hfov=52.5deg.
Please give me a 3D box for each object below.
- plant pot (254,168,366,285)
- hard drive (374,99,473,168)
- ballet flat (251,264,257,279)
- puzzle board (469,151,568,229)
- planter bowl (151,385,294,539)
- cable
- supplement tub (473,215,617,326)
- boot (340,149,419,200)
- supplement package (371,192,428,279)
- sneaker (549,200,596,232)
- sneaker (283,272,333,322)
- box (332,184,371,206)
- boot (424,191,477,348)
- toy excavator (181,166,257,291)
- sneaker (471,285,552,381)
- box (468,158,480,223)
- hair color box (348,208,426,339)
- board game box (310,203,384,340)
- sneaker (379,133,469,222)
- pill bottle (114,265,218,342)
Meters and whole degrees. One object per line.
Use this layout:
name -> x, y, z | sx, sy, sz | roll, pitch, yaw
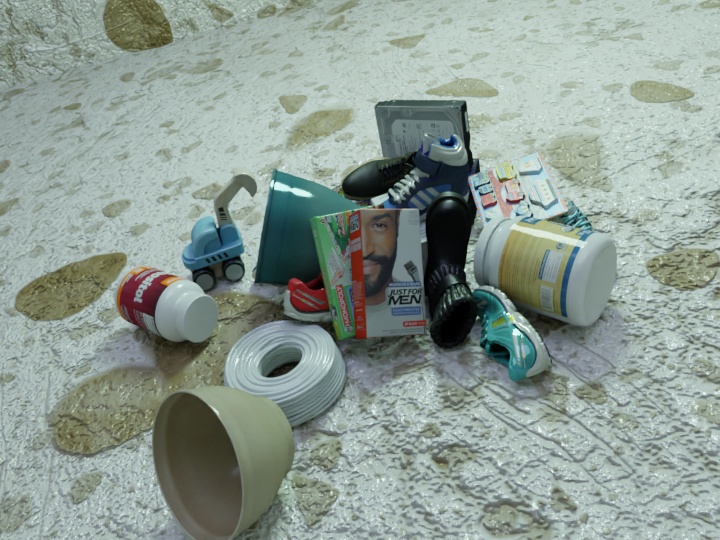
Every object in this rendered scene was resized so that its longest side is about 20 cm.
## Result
plant pot -> -0.084, -0.062, 1.306 | 0.182, 0.204, 0.202 | 10, 35, -6
hard drive -> 0.128, -0.274, 1.483 | 0.195, 0.143, 0.038 | 10, 38, 31
ballet flat -> -0.128, -0.030, 1.427 | 0.199, 0.069, 0.070 | -40, 33, 9
puzzle board -> 0.284, -0.144, 1.347 | 0.147, 0.018, 0.203 | -20, 39, 11
planter bowl -> -0.173, 0.248, 0.992 | 0.197, 0.207, 0.133 | 18, 19, 39
cable -> -0.123, 0.161, 1.175 | 0.194, 0.071, 0.202 | -16, 35, -1
supplement tub -> 0.295, -0.006, 1.177 | 0.197, 0.148, 0.144 | 18, 46, 38
boot -> 0.058, -0.193, 1.397 | 0.195, 0.080, 0.138 | -18, -1, -3
supplement package -> 0.105, -0.060, 1.356 | 0.111, 0.112, 0.201 | -18, 34, -6
sneaker -> 0.371, -0.069, 1.287 | 0.076, 0.088, 0.200 | -24, 35, -12
sneaker -> -0.039, 0.041, 1.250 | 0.196, 0.088, 0.076 | -2, 12, -36
box -> -0.033, -0.118, 1.516 | 0.134, 0.039, 0.202 | -27, 31, 18
boot -> 0.147, -0.001, 1.180 | 0.077, 0.217, 0.159 | -1, 30, 1
toy excavator -> -0.279, -0.086, 1.459 | 0.189, 0.204, 0.101 | -19, 35, -6
sneaker -> 0.217, 0.094, 1.138 | 0.078, 0.079, 0.201 | -28, 36, -5
box -> 0.145, -0.161, 1.512 | 0.194, 0.080, 0.143 | -1, 40, 20
hair color box -> 0.044, 0.005, 1.191 | 0.108, 0.207, 0.064 | -2, -6, -20
board game box -> 0.000, 0.000, 1.226 | 0.131, 0.206, 0.029 | -12, -2, -24
sneaker -> 0.097, -0.166, 1.276 | 0.195, 0.150, 0.081 | -18, 33, -7
pill bottle -> -0.359, 0.065, 1.360 | 0.196, 0.115, 0.113 | 15, 44, 36
